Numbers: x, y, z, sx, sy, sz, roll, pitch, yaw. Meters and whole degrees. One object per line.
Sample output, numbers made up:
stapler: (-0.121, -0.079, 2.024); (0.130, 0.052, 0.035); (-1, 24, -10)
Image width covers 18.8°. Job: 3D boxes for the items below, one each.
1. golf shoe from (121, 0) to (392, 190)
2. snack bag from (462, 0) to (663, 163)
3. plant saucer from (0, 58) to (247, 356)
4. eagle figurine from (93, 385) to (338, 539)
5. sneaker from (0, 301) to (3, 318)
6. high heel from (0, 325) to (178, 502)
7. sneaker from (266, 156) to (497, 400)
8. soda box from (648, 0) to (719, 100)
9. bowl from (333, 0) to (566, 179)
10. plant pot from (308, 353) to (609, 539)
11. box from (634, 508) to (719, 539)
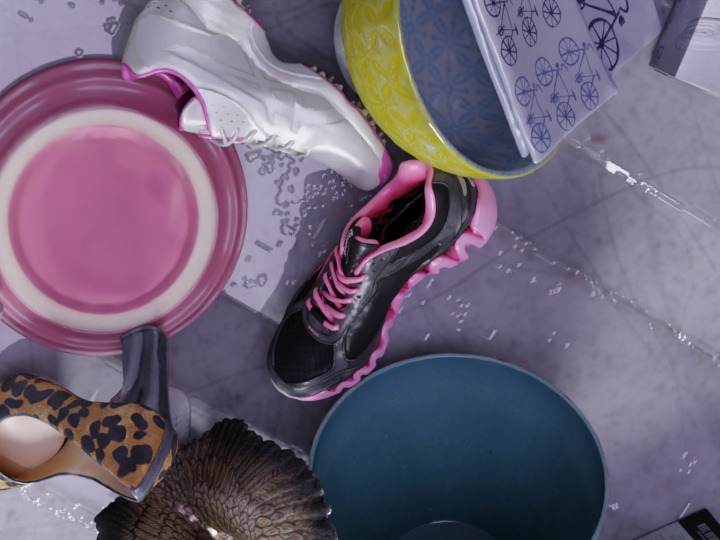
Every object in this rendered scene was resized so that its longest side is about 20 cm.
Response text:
golf shoe: (-0.070, -0.107, 1.425); (0.200, 0.075, 0.092); (39, 75, -11)
snack bag: (0.129, -0.195, 1.413); (0.200, 0.021, 0.190); (-40, 115, -43)
plant saucer: (-0.172, -0.037, 1.443); (0.199, 0.051, 0.202); (-2, 103, -9)
eagle figurine: (-0.100, 0.170, 1.427); (0.150, 0.200, 0.153); (7, 102, -11)
sneaker: (-0.343, 0.051, 1.421); (0.198, 0.074, 0.116); (16, 109, -4)
high heel: (-0.205, 0.129, 1.414); (0.199, 0.143, 0.071); (-32, 124, 18)
sneaker: (0.000, 0.000, 1.446); (0.079, 0.095, 0.200); (44, 98, 25)
soda box: (0.270, -0.214, 1.474); (0.068, 0.063, 0.201); (21, 98, -14)
bowl: (0.048, -0.155, 1.413); (0.199, 0.107, 0.202); (7, 80, -48)
plant pot: (0.064, 0.177, 1.482); (0.198, 0.201, 0.135); (-9, 141, -8)
box: (0.179, 0.244, 1.558); (0.199, 0.082, 0.049); (-23, 108, -4)
